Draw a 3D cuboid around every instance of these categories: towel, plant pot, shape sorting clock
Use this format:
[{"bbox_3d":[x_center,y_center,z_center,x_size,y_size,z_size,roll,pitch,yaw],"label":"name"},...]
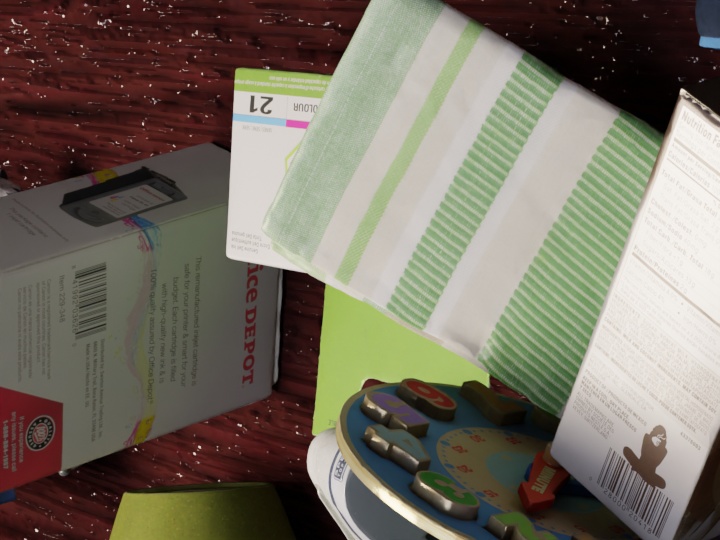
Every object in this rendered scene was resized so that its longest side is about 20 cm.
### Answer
[{"bbox_3d":[0.066,-0.026,1.021,0.199,0.023,0.153,31,115,4],"label":"towel"},{"bbox_3d":[-0.092,0.232,1.327,0.187,0.186,0.201,-7,85,52],"label":"plant pot"},{"bbox_3d":[0.085,0.098,1.005,0.200,0.199,0.039,38,114,36],"label":"shape sorting clock"}]

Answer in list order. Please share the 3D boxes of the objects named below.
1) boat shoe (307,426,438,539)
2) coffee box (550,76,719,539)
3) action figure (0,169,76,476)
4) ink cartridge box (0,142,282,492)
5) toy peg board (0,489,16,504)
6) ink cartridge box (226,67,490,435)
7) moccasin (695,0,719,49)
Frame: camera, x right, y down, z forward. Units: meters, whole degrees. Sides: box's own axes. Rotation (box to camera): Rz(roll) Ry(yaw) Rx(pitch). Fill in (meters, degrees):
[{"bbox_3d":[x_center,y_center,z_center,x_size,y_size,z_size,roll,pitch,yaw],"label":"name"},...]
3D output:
[{"bbox_3d":[0.038,0.154,1.151,0.202,0.075,0.086,45,167,-26],"label":"boat shoe"},{"bbox_3d":[0.170,0.013,0.935,0.080,0.114,0.201,42,133,32],"label":"coffee box"},{"bbox_3d":[-0.192,0.022,1.404,0.200,0.104,0.194,-29,91,53],"label":"action figure"},{"bbox_3d":[-0.148,0.024,1.265,0.086,0.199,0.148,32,128,40],"label":"ink cartridge box"},{"bbox_3d":[-0.278,0.073,1.492,0.199,0.097,0.201,-164,59,-71],"label":"toy peg board"},{"bbox_3d":[0.000,0.000,1.135,0.147,0.076,0.201,10,97,50],"label":"ink cartridge box"},{"bbox_3d":[0.221,-0.128,0.856,0.199,0.080,0.069,-8,94,38],"label":"moccasin"}]
